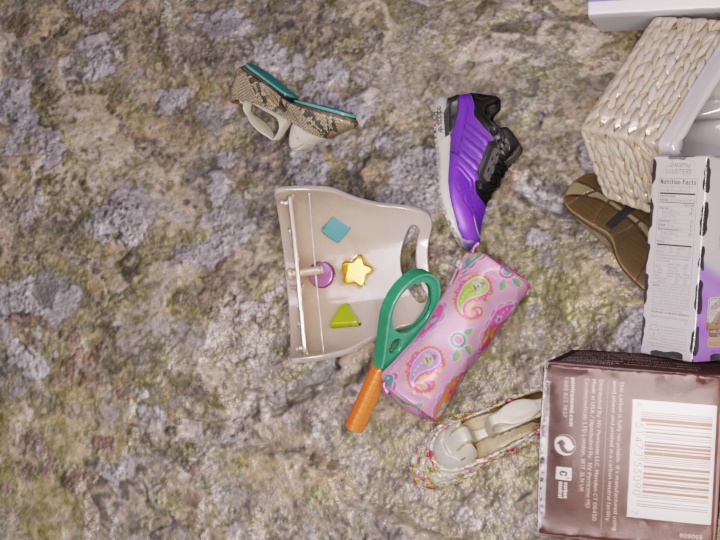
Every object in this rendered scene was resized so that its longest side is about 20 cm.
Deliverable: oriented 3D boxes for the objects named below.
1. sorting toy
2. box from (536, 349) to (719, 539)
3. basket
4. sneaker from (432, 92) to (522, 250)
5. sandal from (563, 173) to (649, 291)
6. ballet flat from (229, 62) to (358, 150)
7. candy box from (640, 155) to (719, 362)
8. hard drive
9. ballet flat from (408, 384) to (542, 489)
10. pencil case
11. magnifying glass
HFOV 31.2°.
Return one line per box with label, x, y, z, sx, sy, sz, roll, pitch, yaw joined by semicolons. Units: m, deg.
sorting toy;0.000;0.000;1.496;0.180;0.107;0.200;-5;87;0
box;0.269;0.168;1.257;0.164;0.200;0.166;3;91;16
basket;0.345;-0.168;1.403;0.123;0.136;0.200;18;61;38
sneaker;0.142;-0.124;1.510;0.099;0.070;0.201;-8;68;12
sandal;0.303;-0.036;1.439;0.080;0.054;0.200;-37;49;-5
ballet flat;-0.089;-0.195;1.623;0.200;0.068;0.075;30;103;31
candy box;0.369;-0.013;1.299;0.071;0.168;0.200;7;94;53
hard drive;0.369;-0.297;1.471;0.200;0.132;0.025;1;93;18
ballet flat;0.136;0.174;1.400;0.200;0.064;0.076;-29;66;6
pencil case;0.104;0.070;1.436;0.087;0.087;0.200;31;83;25
magnifying glass;0.033;0.091;1.451;0.022;0.080;0.200;34;102;39
